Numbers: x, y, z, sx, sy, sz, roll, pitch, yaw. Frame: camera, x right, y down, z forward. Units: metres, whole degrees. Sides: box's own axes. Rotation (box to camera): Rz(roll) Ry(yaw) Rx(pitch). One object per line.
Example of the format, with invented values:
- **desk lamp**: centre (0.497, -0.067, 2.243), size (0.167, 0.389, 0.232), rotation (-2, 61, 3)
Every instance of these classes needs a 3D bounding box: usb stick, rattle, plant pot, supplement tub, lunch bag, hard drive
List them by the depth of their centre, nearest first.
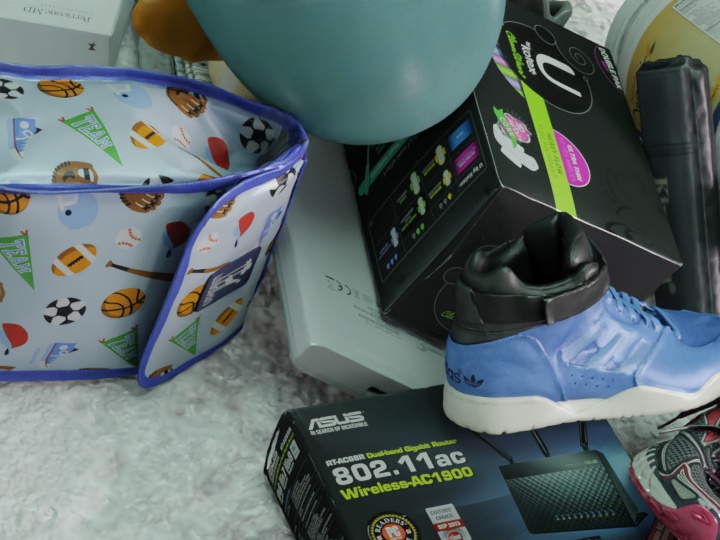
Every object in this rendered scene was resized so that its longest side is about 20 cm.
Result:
- **lunch bag**: centre (-0.140, -0.023, 1.531), size (0.199, 0.171, 0.124), rotation (0, 48, -23)
- **plant pot**: centre (-0.005, -0.171, 1.541), size (0.199, 0.161, 0.202), rotation (-11, 46, 11)
- **hard drive**: centre (0.000, 0.000, 1.622), size (0.131, 0.026, 0.201), rotation (27, 35, -33)
- **usb stick**: centre (0.201, -0.033, 1.656), size (0.032, 0.202, 0.055), rotation (-8, 4, -38)
- **rattle**: centre (-0.086, -0.207, 1.693), size (0.142, 0.130, 0.201), rotation (12, 63, -20)
- **supplement tub**: centre (0.255, -0.112, 1.747), size (0.143, 0.145, 0.200), rotation (-3, 26, -22)

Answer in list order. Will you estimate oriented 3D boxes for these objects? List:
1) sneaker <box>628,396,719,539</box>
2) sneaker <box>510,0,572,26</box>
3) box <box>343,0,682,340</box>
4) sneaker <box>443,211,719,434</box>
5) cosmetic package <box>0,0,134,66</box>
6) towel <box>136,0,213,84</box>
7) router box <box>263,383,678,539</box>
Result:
- **sneaker**: centre (0.213, 0.107, 1.532), size (0.081, 0.075, 0.200), rotation (49, 24, 0)
- **sneaker**: centre (0.055, -0.203, 1.786), size (0.199, 0.116, 0.075), rotation (24, 35, -20)
- **box**: centre (0.087, -0.058, 1.647), size (0.148, 0.124, 0.201), rotation (21, 37, -32)
- **sneaker**: centre (0.140, 0.022, 1.523), size (0.198, 0.112, 0.077), rotation (-7, 23, -22)
- **cosmetic package**: centre (-0.247, -0.198, 1.749), size (0.198, 0.052, 0.151), rotation (10, 41, 1)
- **towel**: centre (-0.055, -0.155, 1.795), size (0.198, 0.035, 0.193), rotation (4, 45, -14)
- **router box**: centre (0.064, 0.138, 1.513), size (0.199, 0.062, 0.150), rotation (-8, 47, -26)
